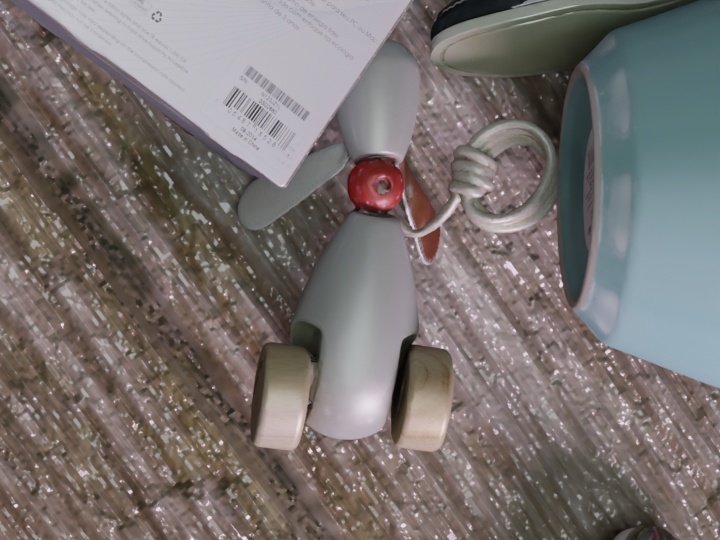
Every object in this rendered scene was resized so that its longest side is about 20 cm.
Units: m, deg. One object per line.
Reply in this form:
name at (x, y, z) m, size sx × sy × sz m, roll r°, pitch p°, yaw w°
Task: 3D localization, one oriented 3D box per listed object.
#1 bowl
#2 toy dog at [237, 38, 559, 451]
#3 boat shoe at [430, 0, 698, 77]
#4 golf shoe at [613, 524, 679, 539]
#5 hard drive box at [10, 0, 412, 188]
bowl at (0.149, -0.038, 0.963) m, size 0.104 × 0.201 × 0.202 m, roll 1°, pitch 98°, yaw -2°
toy dog at (0.000, 0.000, 1.008) m, size 0.131 × 0.096 × 0.201 m, roll 27°, pitch 79°, yaw -9°
boat shoe at (0.124, -0.147, 1.007) m, size 0.198 × 0.075 × 0.067 m, roll -15°, pitch 72°, yaw 2°
golf shoe at (0.117, 0.226, 1.054) m, size 0.072 × 0.092 × 0.201 m, roll 24°, pitch 71°, yaw -41°
hard drive box at (-0.047, -0.165, 0.947) m, size 0.156 × 0.077 × 0.201 m, roll 37°, pitch 86°, yaw -22°
